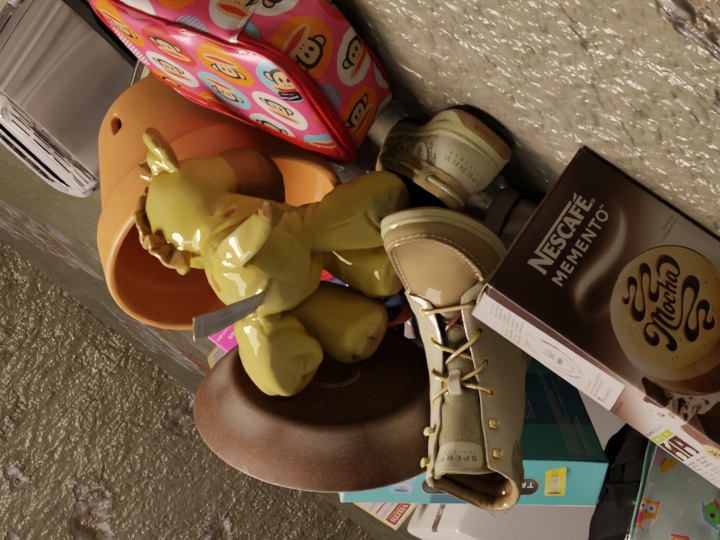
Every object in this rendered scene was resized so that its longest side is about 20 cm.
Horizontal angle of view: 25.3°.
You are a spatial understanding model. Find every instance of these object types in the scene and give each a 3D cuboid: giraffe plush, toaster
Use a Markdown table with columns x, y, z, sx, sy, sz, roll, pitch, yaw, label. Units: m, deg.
| x | y | z | sx | sy | sz | roll | pitch | yaw | label |
| --- | --- | --- | --- | --- | --- | --- | --- | --- | --- |
| -0.081 | -0.022 | 1.123 | 0.199 | 0.173 | 0.162 | -5 | -146 | -44 | giraffe plush |
| -0.267 | -0.157 | 1.461 | 0.200 | 0.129 | 0.113 | 45 | 165 | -33 | toaster |

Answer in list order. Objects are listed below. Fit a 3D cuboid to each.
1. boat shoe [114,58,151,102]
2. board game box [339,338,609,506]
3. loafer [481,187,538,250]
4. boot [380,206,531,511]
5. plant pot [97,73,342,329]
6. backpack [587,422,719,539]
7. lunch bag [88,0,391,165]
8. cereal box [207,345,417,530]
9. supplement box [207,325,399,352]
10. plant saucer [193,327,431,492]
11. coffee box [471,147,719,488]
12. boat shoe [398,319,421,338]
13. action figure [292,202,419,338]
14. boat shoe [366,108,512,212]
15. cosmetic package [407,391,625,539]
| x | y | z | sx | sy | sz | roll | pitch | yaw | label |
| --- | --- | --- | --- | --- | --- | --- | --- | --- | --- |
| -0.187 | -0.127 | 1.389 | 0.066 | 0.072 | 0.201 | 40 | 144 | 23 | boat shoe |
| 0.074 | 0.115 | 1.241 | 0.199 | 0.047 | 0.151 | 3 | -147 | -12 | board game box |
| 0.128 | 0.012 | 1.190 | 0.063 | 0.072 | 0.200 | 23 | 160 | 20 | loafer |
| 0.067 | 0.062 | 1.086 | 0.072 | 0.156 | 0.200 | -7 | 147 | 25 | boot |
| -0.125 | -0.070 | 1.282 | 0.141 | 0.199 | 0.200 | 64 | -176 | 33 | plant pot |
| 0.252 | 0.182 | 1.233 | 0.152 | 0.177 | 0.200 | 15 | 160 | 13 | backpack |
| -0.078 | -0.154 | 1.123 | 0.199 | 0.082 | 0.176 | 26 | 168 | 30 | lunch bag |
| -0.045 | 0.147 | 1.480 | 0.200 | 0.040 | 0.144 | 35 | -172 | -24 | cereal box |
| -0.046 | 0.059 | 1.450 | 0.200 | 0.103 | 0.101 | 40 | -169 | -7 | supplement box |
| -0.022 | 0.086 | 1.165 | 0.200 | 0.200 | 0.037 | 27 | 129 | 34 | plant saucer |
| 0.184 | 0.031 | 1.013 | 0.199 | 0.113 | 0.080 | 34 | 166 | 5 | coffee box |
| 0.053 | 0.033 | 1.444 | 0.200 | 0.066 | 0.070 | 40 | 166 | -16 | boat shoe |
| 0.000 | 0.000 | 1.277 | 0.199 | 0.105 | 0.193 | -13 | 149 | 41 | action figure |
| 0.044 | -0.065 | 1.142 | 0.073 | 0.063 | 0.200 | 37 | 167 | -6 | boat shoe |
| 0.163 | 0.193 | 1.442 | 0.164 | 0.166 | 0.200 | 25 | 167 | -5 | cosmetic package |
